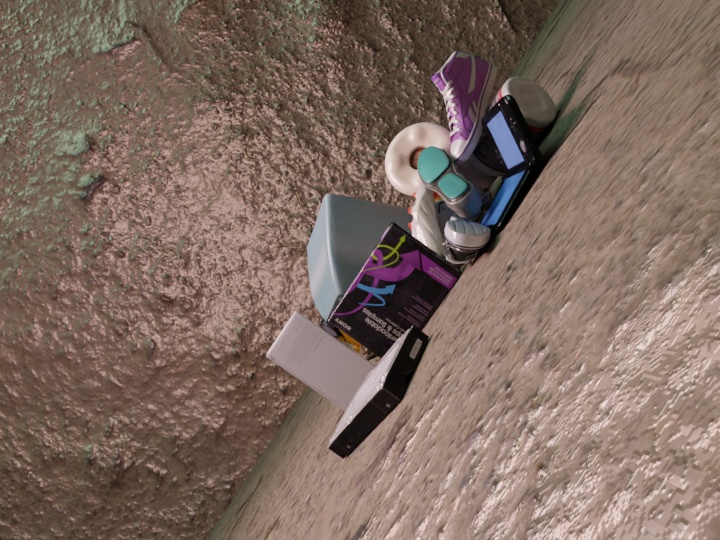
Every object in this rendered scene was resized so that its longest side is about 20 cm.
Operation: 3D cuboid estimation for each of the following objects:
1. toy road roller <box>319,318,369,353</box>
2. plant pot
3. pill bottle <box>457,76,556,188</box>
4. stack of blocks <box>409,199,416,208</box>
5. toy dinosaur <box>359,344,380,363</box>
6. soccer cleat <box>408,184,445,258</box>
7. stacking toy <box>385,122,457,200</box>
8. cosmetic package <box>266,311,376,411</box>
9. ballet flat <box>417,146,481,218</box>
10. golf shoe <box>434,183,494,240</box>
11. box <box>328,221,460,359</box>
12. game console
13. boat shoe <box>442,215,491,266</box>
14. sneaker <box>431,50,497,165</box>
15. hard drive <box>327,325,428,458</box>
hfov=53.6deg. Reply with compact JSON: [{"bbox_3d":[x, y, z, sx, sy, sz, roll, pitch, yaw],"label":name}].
[{"bbox_3d":[0.017,0.130,1.681,0.198,0.146,0.124,9,57,47],"label":"toy road roller"},{"bbox_3d":[0.000,0.000,1.414,0.197,0.193,0.203,115,159,-53],"label":"plant pot"},{"bbox_3d":[0.262,-0.246,1.316,0.111,0.110,0.201,-57,1,-43],"label":"pill bottle"},{"bbox_3d":[0.146,-0.093,1.740,0.059,0.114,0.200,-56,2,-33],"label":"stack of blocks"},{"bbox_3d":[0.044,0.148,1.395,0.200,0.058,0.101,-49,-10,27],"label":"toy dinosaur"},{"bbox_3d":[0.121,-0.054,1.257,0.069,0.076,0.204,59,-144,-67],"label":"soccer cleat"},{"bbox_3d":[0.141,-0.188,1.415,0.147,0.145,0.200,-55,-25,-1],"label":"stacking toy"},{"bbox_3d":[-0.074,0.179,1.380,0.102,0.199,0.074,-55,1,-16],"label":"cosmetic package"},{"bbox_3d":[0.153,-0.150,1.248,0.067,0.064,0.201,-38,35,8],"label":"ballet flat"},{"bbox_3d":[0.161,-0.079,1.313,0.202,0.096,0.078,-58,4,-17],"label":"golf shoe"},{"bbox_3d":[0.055,0.043,1.198,0.202,0.142,0.036,-56,2,14],"label":"box"},{"bbox_3d":[0.214,-0.164,1.156,0.115,0.178,0.200,-27,2,-1],"label":"game console"},{"bbox_3d":[0.166,-0.041,1.132,0.200,0.071,0.072,-42,-37,-78],"label":"boat shoe"},{"bbox_3d":[0.168,-0.297,1.284,0.073,0.113,0.204,156,131,-68],"label":"sneaker"},{"bbox_3d":[0.025,0.188,1.097,0.201,0.038,0.140,-56,1,45],"label":"hard drive"}]
